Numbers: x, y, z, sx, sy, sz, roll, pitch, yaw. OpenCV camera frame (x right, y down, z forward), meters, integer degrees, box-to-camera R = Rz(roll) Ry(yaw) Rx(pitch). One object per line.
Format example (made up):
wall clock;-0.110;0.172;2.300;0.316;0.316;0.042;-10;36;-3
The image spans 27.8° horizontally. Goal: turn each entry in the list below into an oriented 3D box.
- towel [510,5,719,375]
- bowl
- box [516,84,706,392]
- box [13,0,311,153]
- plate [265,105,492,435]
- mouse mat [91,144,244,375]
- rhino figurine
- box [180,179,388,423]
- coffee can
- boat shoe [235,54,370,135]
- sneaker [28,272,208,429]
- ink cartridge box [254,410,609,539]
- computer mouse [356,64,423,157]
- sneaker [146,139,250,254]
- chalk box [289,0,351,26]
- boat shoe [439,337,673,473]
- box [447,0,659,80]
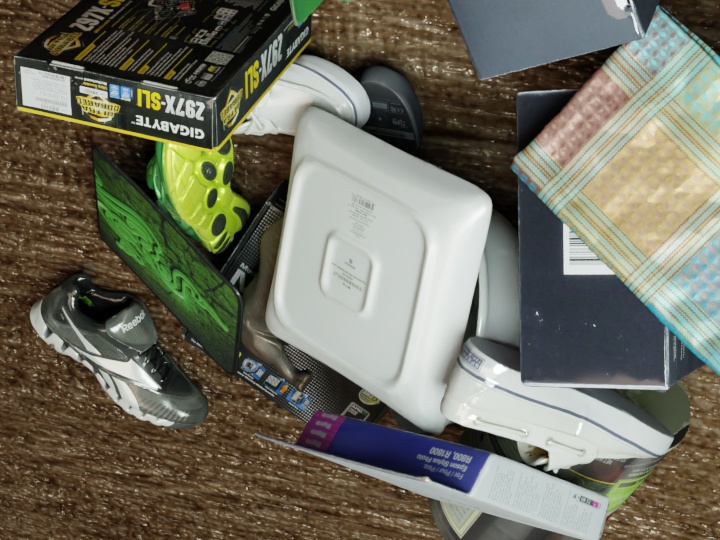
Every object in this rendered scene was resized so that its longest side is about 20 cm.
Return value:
towel;0.210;-0.049;0.914;0.200;0.022;0.147;46;104;12
bowl;0.088;0.033;1.159;0.090;0.202;0.202;5;133;-22
box;0.184;-0.023;1.034;0.104;0.182;0.201;0;91;23
box;-0.143;-0.169;1.103;0.159;0.200;0.050;11;125;14
plate;0.000;0.000;1.103;0.199;0.032;0.201;30;120;37
mouse mat;-0.171;-0.006;1.275;0.200;0.008;0.161;46;155;18
rhino figurine;-0.049;0.003;1.219;0.087;0.060;0.201;30;124;12
box;-0.038;0.046;1.309;0.200;0.048;0.193;35;130;-4
coffee can;0.164;0.153;1.236;0.146;0.147;0.200;31;129;0
boat shoe;-0.090;-0.136;1.173;0.199;0.065;0.074;12;129;27
sneaker;-0.222;0.074;1.393;0.200;0.067;0.091;38;131;-3
ink cartridge box;0.054;0.148;1.106;0.200;0.043;0.196;27;167;-41
computer mouse;0.033;-0.086;1.202;0.058;0.034;0.201;14;135;25
sneaker;-0.148;-0.075;1.213;0.083;0.074;0.200;30;162;14
chalk box;-0.038;-0.277;1.032;0.123;0.125;0.201;17;127;10
boat shoe;0.143;0.113;1.072;0.199;0.071;0.070;21;104;-32
box;0.117;-0.261;0.931;0.117;0.200;0.197;-11;118;28
